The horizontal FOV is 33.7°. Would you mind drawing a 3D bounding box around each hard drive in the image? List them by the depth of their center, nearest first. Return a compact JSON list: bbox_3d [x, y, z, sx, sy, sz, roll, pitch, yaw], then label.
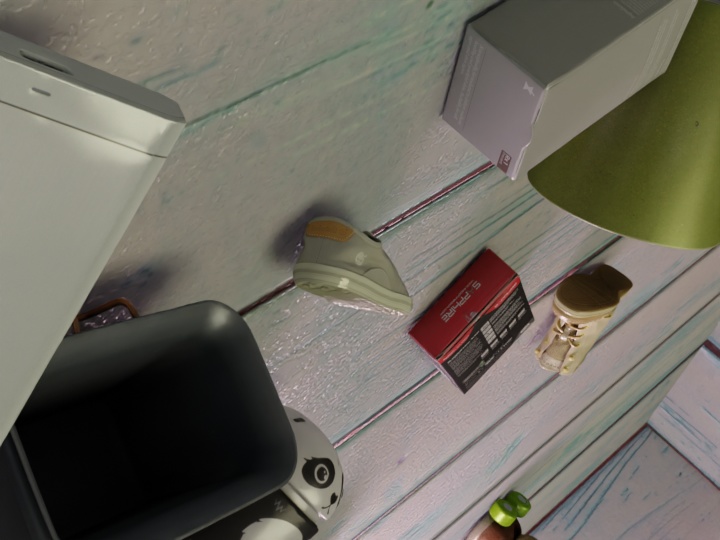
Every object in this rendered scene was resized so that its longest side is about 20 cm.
[{"bbox_3d":[-0.181,-0.009,0.520,0.131,0.027,0.200,18,117,-36],"label":"hard drive"}]

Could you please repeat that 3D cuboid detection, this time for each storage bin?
[{"bbox_3d":[-0.163,0.103,0.715,0.134,0.146,0.200,-27,173,34],"label":"storage bin"}]

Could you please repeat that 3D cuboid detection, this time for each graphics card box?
[{"bbox_3d":[0.126,0.061,1.304,0.126,0.051,0.200,-47,159,-2],"label":"graphics card box"}]

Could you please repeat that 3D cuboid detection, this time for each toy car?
[{"bbox_3d":[0.323,0.588,2.446,0.165,0.200,0.158,-55,159,19],"label":"toy car"}]

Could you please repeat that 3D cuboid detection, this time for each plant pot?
[{"bbox_3d":[0.268,-0.149,1.059,0.187,0.187,0.201,-18,130,-53],"label":"plant pot"}]

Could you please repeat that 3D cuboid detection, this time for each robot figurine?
[{"bbox_3d":[-0.105,0.205,0.998,0.200,0.125,0.150,-44,-169,-8],"label":"robot figurine"}]

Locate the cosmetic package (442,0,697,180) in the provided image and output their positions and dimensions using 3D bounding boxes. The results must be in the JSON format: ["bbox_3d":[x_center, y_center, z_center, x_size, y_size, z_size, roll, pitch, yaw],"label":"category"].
[{"bbox_3d":[0.164,-0.169,0.911,0.200,0.090,0.107,-32,155,-29],"label":"cosmetic package"}]

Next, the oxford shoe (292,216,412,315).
[{"bbox_3d":[0.000,0.000,0.929,0.200,0.075,0.058,35,62,-71],"label":"oxford shoe"}]

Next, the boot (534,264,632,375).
[{"bbox_3d":[0.287,0.078,1.623,0.200,0.073,0.156,-22,146,-59],"label":"boot"}]
